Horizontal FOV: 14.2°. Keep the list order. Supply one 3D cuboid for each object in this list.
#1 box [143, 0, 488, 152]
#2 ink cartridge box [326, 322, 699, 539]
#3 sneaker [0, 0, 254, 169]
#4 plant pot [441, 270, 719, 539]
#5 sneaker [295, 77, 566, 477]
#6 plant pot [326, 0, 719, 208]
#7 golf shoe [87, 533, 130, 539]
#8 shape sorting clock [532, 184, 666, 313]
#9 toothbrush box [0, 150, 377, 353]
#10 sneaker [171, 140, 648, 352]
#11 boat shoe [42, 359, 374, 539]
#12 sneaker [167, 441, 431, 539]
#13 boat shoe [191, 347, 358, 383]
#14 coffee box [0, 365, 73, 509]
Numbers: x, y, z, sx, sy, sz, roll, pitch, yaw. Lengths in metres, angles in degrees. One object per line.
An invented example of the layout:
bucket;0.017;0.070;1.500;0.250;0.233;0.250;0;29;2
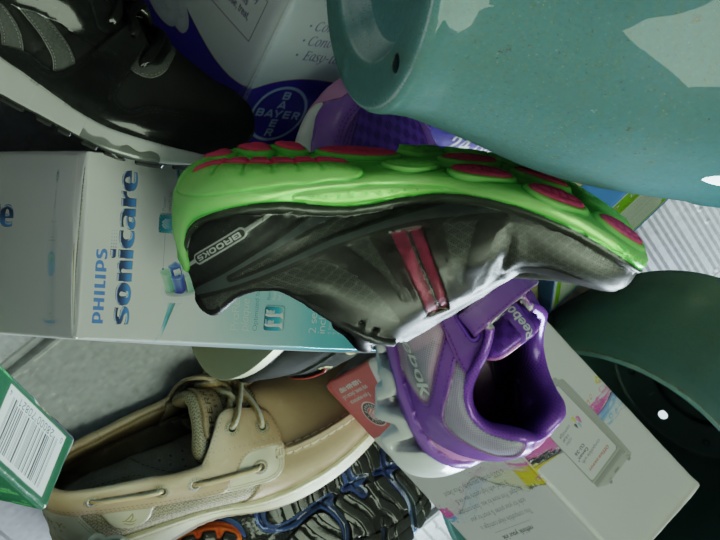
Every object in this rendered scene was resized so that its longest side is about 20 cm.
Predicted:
box;0.022;-0.159;1.314;0.184;0.105;0.200;2;126;-40
ink cartridge box;0.089;0.099;1.477;0.067;0.200;0.116;-45;-173;-26
sneaker;-0.125;-0.113;1.214;0.200;0.076;0.088;24;109;-14
plant pot;0.164;0.093;1.603;0.161;0.200;0.201;-45;156;-49
sneaker;0.038;0.004;1.284;0.080;0.088;0.200;-33;114;-31
plant pot;0.093;-0.127;1.180;0.188;0.200;0.200;4;127;-20
golf shoe;-0.156;0.167;1.480;0.200;0.077;0.088;18;105;-6
shape sorting clock;0.135;-0.051;1.495;0.200;0.039;0.200;-43;169;-10
toothbrush box;-0.088;-0.008;1.330;0.200;0.146;0.085;5;89;-41
sneaker;0.020;-0.008;1.218;0.200;0.077;0.084;4;105;-1
boat shoe;-0.073;0.089;1.509;0.200;0.071;0.065;-27;141;-12
sneaker;-0.052;0.135;1.571;0.200;0.078;0.075;-20;109;-18
boat shoe;-0.001;-0.003;1.437;0.063;0.074;0.201;0;156;-46
coffee box;-0.226;0.038;1.302;0.200;0.123;0.044;50;56;-50
